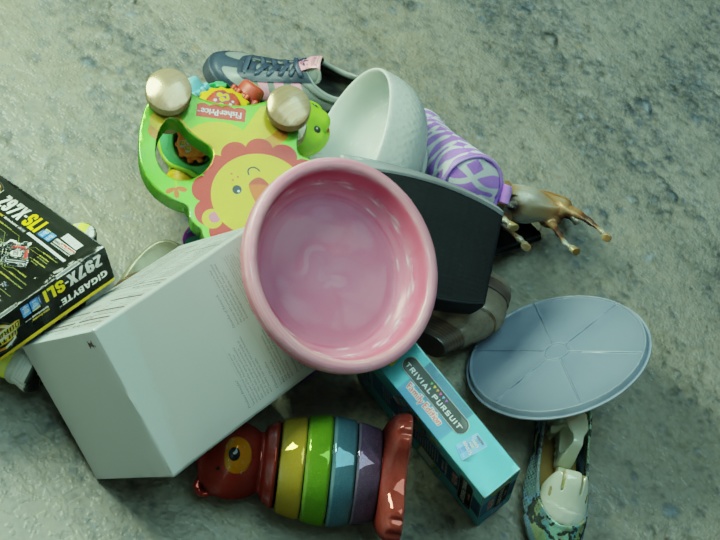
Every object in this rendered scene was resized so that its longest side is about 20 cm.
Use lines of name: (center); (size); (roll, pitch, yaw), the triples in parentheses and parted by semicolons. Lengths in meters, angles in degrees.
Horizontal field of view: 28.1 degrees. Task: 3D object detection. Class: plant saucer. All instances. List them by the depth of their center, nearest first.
plant saucer: (-0.024, -0.002, 1.336); (0.200, 0.051, 0.202); (6, 77, -27)

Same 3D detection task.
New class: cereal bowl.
cereal bowl: (0.013, -0.112, 1.561); (0.083, 0.200, 0.201); (24, 50, -23)

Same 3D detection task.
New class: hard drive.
hard drive: (0.057, -0.034, 1.461); (0.199, 0.042, 0.136); (16, 84, -32)

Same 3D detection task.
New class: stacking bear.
stacking bear: (-0.058, 0.188, 1.376); (0.199, 0.114, 0.122); (7, 80, -3)

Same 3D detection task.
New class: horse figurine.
horse figurine: (0.188, -0.064, 1.631); (0.199, 0.050, 0.133); (3, 29, -27)

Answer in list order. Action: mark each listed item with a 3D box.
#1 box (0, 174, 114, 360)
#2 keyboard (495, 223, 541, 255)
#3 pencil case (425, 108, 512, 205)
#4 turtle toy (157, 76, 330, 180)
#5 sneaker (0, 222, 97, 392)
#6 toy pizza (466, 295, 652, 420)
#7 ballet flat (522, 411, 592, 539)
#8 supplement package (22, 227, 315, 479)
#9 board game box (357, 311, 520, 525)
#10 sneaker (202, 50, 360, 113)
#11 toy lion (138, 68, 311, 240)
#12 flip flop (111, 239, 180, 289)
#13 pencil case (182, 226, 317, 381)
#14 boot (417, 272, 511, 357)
box: (-0.357, -0.005, 1.371); (0.200, 0.049, 0.160); (30, 54, 35)
keyboard: (0.114, -0.042, 1.630); (0.104, 0.040, 0.200); (46, 35, 23)
pencil case: (0.094, -0.121, 1.609); (0.085, 0.084, 0.200); (-2, 25, -21)
turtle toy: (-0.133, -0.152, 1.578); (0.199, 0.101, 0.146); (2, 56, -13)
sneaker: (-0.321, 0.021, 1.414); (0.090, 0.078, 0.200); (18, 48, 4)
toy pizza: (0.211, 0.097, 1.531); (0.199, 0.032, 0.201); (-13, 33, 9)
ballet flat: (0.208, 0.205, 1.488); (0.074, 0.074, 0.201); (13, 54, -12)
supplement package: (-0.173, 0.078, 1.348); (0.200, 0.150, 0.152); (-35, 104, -36)
board game box: (0.073, 0.147, 1.421); (0.047, 0.151, 0.200); (-37, 74, -11)
sneaker: (-0.081, -0.227, 1.669); (0.199, 0.082, 0.070); (14, 53, -11)
toy lion: (-0.130, -0.096, 1.464); (0.199, 0.069, 0.193); (8, 69, -7)
flip flop: (-0.228, 0.042, 1.443); (0.081, 0.058, 0.200); (35, 52, 5)
pencil case: (-0.102, 0.017, 1.488); (0.200, 0.085, 0.092); (53, 11, 20)
boot: (0.064, 0.016, 1.574); (0.200, 0.070, 0.146); (35, 43, 12)
